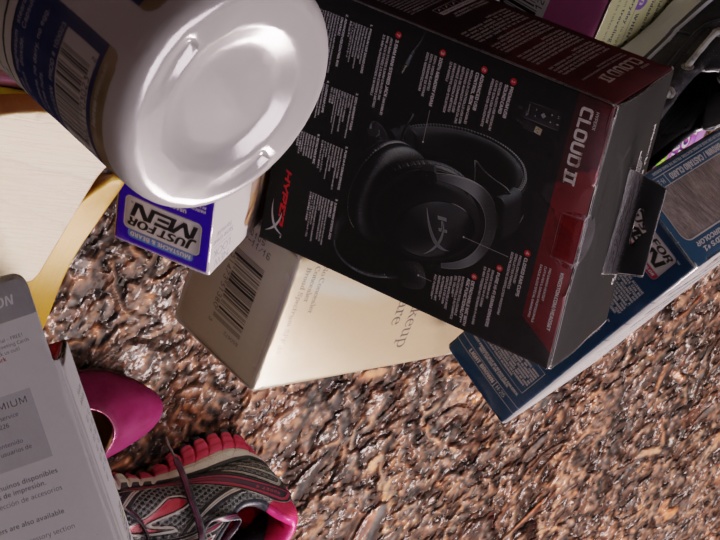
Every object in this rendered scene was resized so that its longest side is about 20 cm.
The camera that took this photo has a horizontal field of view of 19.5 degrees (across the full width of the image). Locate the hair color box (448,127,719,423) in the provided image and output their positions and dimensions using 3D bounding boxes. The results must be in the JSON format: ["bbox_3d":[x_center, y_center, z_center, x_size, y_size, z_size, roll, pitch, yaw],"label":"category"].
[{"bbox_3d":[0.144,0.003,1.187,0.100,0.061,0.200,-30,170,-40],"label":"hair color box"}]

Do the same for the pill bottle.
[{"bbox_3d":[-0.114,-0.124,0.914,0.111,0.200,0.112,-29,142,-26],"label":"pill bottle"}]

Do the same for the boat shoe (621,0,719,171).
[{"bbox_3d":[0.190,-0.111,1.188,0.200,0.068,0.072,-37,147,-30],"label":"boat shoe"}]

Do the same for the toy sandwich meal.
[{"bbox_3d":[-0.199,-0.017,1.035,0.205,0.070,0.206,-30,141,-27],"label":"toy sandwich meal"}]

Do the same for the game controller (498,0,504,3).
[{"bbox_3d":[0.022,-0.148,1.130,0.104,0.042,0.201,-26,121,-12],"label":"game controller"}]

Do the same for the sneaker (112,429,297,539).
[{"bbox_3d":[-0.129,0.162,1.282,0.199,0.075,0.081,-24,138,-32],"label":"sneaker"}]

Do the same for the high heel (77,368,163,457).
[{"bbox_3d":[-0.173,0.114,1.165,0.199,0.096,0.068,-14,132,-41],"label":"high heel"}]

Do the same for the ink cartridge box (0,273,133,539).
[{"bbox_3d":[-0.225,0.109,1.026,0.199,0.084,0.177,-18,96,-4],"label":"ink cartridge box"}]

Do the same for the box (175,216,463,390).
[{"bbox_3d":[0.000,0.000,1.221,0.199,0.078,0.095,-9,129,-44],"label":"box"}]

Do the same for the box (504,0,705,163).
[{"bbox_3d":[0.144,-0.140,1.261,0.199,0.096,0.177,-11,129,-52],"label":"box"}]

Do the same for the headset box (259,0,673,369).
[{"bbox_3d":[0.059,-0.055,1.068,0.077,0.199,0.150,-34,141,-54],"label":"headset box"}]

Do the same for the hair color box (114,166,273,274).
[{"bbox_3d":[-0.068,-0.112,1.070,0.109,0.064,0.201,-49,157,-49],"label":"hair color box"}]
